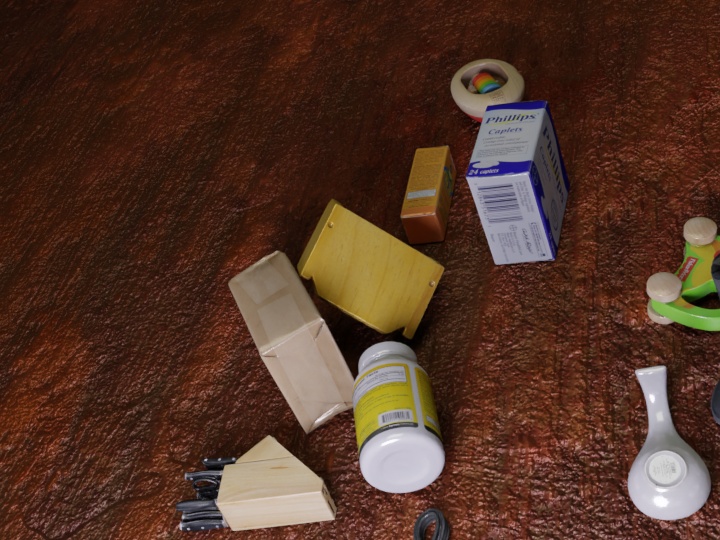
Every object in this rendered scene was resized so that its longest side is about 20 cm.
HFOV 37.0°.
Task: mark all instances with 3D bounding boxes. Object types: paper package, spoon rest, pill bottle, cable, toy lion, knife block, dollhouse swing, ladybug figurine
[{"bbox_3d":[-0.096,0.106,1.603,0.103,0.191,0.200,-29,37,-4],"label":"paper package"},{"bbox_3d":[0.381,0.220,1.352,0.099,0.061,0.200,-10,52,17],"label":"spoon rest"},{"bbox_3d":[0.048,0.195,1.476,0.112,0.113,0.200,-16,37,7],"label":"pill bottle"},{"bbox_3d":[0.095,0.382,1.318,0.097,0.050,0.200,-38,24,7],"label":"cable"},{"bbox_3d":[0.530,0.012,1.523,0.191,0.069,0.200,21,54,32],"label":"toy lion"},{"bbox_3d":[-0.155,0.320,1.478,0.175,0.064,0.200,-39,41,-20],"label":"knife block"},{"bbox_3d":[0.000,0.000,1.712,0.182,0.200,0.176,-64,13,-16],"label":"dollhouse swing"},{"bbox_3d":[0.248,-0.337,2.066,0.135,0.072,0.200,-20,37,2],"label":"ladybug figurine"}]

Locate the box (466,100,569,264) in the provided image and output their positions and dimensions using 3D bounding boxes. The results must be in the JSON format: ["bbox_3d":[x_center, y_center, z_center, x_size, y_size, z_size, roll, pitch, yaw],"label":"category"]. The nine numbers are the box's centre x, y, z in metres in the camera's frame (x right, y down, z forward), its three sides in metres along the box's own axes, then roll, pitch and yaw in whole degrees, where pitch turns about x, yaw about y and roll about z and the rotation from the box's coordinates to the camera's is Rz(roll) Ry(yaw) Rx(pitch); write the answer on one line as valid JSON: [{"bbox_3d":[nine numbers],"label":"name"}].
[{"bbox_3d":[0.259,-0.143,1.735,0.105,0.184,0.200,-5,41,23],"label":"box"}]

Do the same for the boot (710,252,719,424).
[{"bbox_3d":[0.476,0.076,1.349,0.066,0.200,0.165,10,48,35],"label":"boot"}]

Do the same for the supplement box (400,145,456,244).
[{"bbox_3d":[0.122,-0.136,1.890,0.069,0.067,0.200,-8,40,18],"label":"supplement box"}]
